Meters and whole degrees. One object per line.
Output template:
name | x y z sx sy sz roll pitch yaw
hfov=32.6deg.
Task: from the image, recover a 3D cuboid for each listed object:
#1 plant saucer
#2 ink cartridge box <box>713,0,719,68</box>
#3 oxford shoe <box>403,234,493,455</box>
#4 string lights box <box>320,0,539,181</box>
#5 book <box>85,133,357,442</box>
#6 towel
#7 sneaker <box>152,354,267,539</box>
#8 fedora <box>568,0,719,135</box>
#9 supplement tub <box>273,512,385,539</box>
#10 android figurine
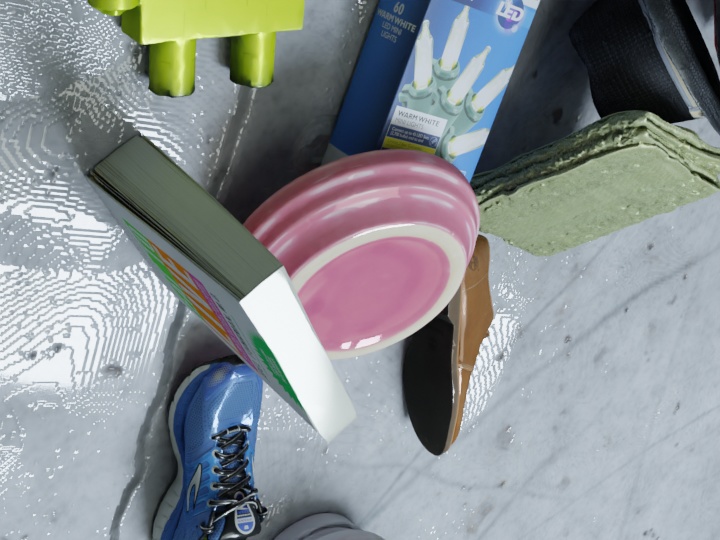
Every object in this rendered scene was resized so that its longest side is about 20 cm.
plant saucer | 0.000 0.000 0.895 0.198 0.051 0.202 -16 145 -12
ink cartridge box | 0.327 -0.217 0.972 0.082 0.201 0.147 -2 118 11
oxford shoe | 0.082 0.064 1.037 0.071 0.071 0.203 -13 121 -34
string lights box | 0.053 -0.145 0.901 0.102 0.059 0.202 8 109 -39
book | -0.086 0.010 0.781 0.048 0.199 0.134 -38 132 -15
towel | 0.182 -0.068 0.986 0.199 0.037 0.147 -24 150 37
sneaker | -0.100 0.157 0.931 0.078 0.089 0.203 -7 118 -36
fedora | 0.224 -0.172 0.985 0.091 0.203 0.201 -23 139 21
supplement tub | 0.005 0.310 1.023 0.143 0.200 0.147 -19 125 -29
android figurine | -0.087 -0.210 0.768 0.180 0.041 0.203 -11 122 -34
